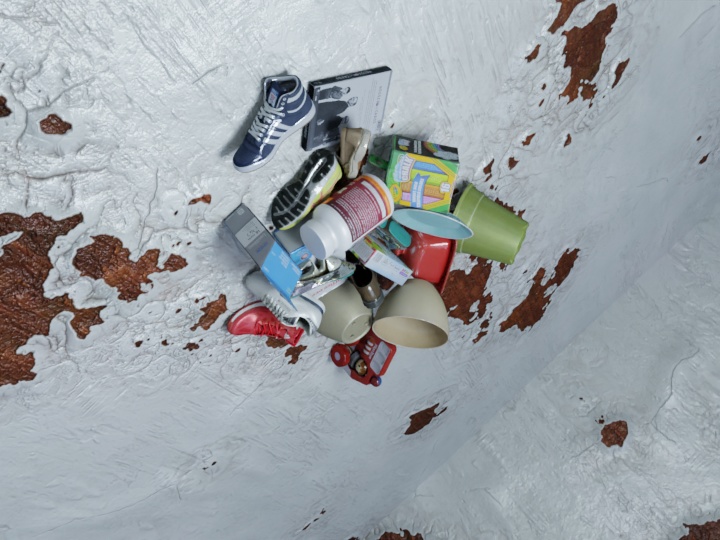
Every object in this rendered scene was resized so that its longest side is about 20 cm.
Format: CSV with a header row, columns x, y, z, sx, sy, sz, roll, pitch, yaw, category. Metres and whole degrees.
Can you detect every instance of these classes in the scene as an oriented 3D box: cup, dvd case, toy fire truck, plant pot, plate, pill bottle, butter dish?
x,y,z,sx,sy,sz,roll,pitch,yaw,category
-0.046,0.103,1.839,0.199,0.143,0.202,-29,146,-22,cup
-0.027,-0.333,1.469,0.198,0.025,0.152,-22,142,-32,dvd case
0.015,0.242,2.042,0.111,0.168,0.202,-9,134,-41,toy fire truck
0.138,0.101,1.834,0.201,0.197,0.136,60,36,-57,plant pot
0.172,-0.118,1.679,0.200,0.198,0.026,29,74,-57,plate
-0.030,-0.113,1.534,0.199,0.112,0.114,-38,149,-27,pill bottle
0.154,-0.065,1.864,0.145,0.201,0.202,-3,136,-15,butter dish
0.347,-0.107,1.925,0.201,0.188,0.201,-57,163,-29,plant pot

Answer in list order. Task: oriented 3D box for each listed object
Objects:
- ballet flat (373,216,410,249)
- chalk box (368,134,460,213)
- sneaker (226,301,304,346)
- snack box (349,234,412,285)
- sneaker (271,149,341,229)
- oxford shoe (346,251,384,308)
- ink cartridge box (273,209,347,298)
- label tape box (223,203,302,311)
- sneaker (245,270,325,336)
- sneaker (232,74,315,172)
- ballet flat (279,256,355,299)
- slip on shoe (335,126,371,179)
x,y,z,sx,sy,sz,roll,pitch,yaw,category
0.047,-0.116,1.753,0.074,0.074,0.200,-42,125,-1,ballet flat
0.114,-0.222,1.607,0.196,0.125,0.126,11,116,0,chalk box
-0.213,0.134,1.714,0.198,0.116,0.079,-20,142,-33,sneaker
0.030,-0.046,1.751,0.053,0.142,0.199,-49,147,8,snack box
-0.109,-0.160,1.533,0.200,0.078,0.090,-46,155,7,sneaker
0.000,0.000,1.735,0.072,0.200,0.085,-30,128,-5,oxford shoe
-0.114,-0.031,1.664,0.144,0.084,0.202,-30,145,-21,ink cartridge box
-0.186,-0.028,1.478,0.063,0.200,0.144,-40,148,-3,label tape box
-0.178,0.073,1.625,0.081,0.198,0.077,-65,-175,-35,sneaker
-0.174,-0.279,1.324,0.200,0.070,0.109,-45,154,-12,sneaker
-0.094,0.001,1.587,0.198,0.072,0.073,-23,143,-30,ballet flat
-0.023,-0.249,1.500,0.200,0.060,0.077,137,-32,-80,slip on shoe
